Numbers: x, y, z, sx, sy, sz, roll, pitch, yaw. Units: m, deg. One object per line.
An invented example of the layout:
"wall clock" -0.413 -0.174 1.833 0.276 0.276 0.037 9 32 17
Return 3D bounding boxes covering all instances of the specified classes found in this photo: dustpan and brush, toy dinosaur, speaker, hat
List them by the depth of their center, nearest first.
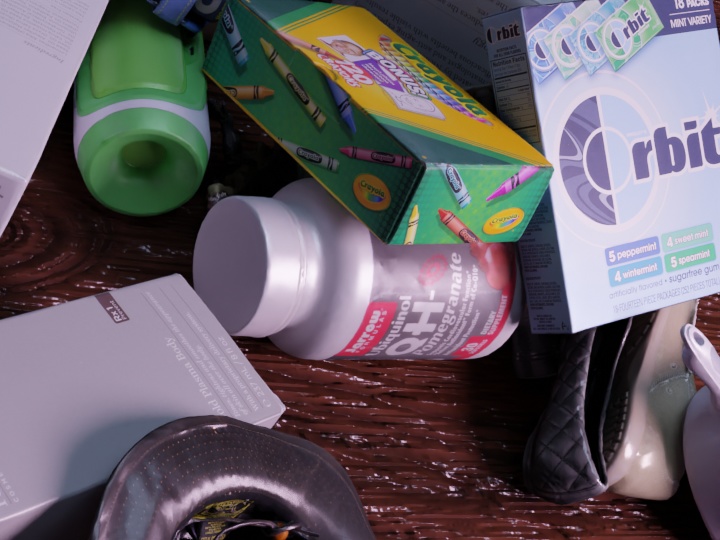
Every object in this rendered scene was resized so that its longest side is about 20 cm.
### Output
"hat" -0.064 0.175 0.764 0.200 0.081 0.202 24 49 -31
"speaker" -0.143 -0.130 1.035 0.088 0.089 0.201 17 41 -26
"dustpan and brush" 0.241 0.101 1.040 0.200 0.057 0.140 45 48 -30
"toy dinosaur" -0.064 -0.082 1.080 0.200 0.047 0.089 -28 91 -55

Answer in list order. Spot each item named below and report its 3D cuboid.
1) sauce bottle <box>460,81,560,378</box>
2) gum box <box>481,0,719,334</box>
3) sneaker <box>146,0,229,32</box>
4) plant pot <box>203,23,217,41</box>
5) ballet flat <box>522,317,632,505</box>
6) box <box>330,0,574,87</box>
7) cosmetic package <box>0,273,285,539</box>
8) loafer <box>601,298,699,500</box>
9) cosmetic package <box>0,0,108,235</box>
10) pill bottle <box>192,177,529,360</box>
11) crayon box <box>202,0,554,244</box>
"sauce bottle" 0.104 -0.028 1.078 0.065 0.064 0.202 -19 101 -49
"gum box" 0.169 -0.074 1.026 0.169 0.044 0.202 -13 96 -34
"sneaker" -0.119 -0.198 0.995 0.199 0.074 0.083 1 53 -44
"plant pot" -0.127 -0.273 1.198 0.200 0.093 0.202 24 39 -20
"ballet flat" 0.158 0.067 1.049 0.067 0.056 0.201 53 47 -43
"box" 0.105 -0.196 1.179 0.199 0.131 0.199 32 39 10
"cosmetic package" -0.149 0.081 0.799 0.107 0.090 0.199 50 34 17
"loafer" 0.200 0.082 1.107 0.068 0.076 0.201 39 48 -16
"cosmetic package" -0.214 -0.089 0.917 0.071 0.102 0.201 26 37 -14
"pill bottle" 0.000 0.000 0.991 0.199 0.111 0.111 2 49 -38
"crayon box" 0.008 -0.094 0.977 0.118 0.059 0.200 -2 37 -45
